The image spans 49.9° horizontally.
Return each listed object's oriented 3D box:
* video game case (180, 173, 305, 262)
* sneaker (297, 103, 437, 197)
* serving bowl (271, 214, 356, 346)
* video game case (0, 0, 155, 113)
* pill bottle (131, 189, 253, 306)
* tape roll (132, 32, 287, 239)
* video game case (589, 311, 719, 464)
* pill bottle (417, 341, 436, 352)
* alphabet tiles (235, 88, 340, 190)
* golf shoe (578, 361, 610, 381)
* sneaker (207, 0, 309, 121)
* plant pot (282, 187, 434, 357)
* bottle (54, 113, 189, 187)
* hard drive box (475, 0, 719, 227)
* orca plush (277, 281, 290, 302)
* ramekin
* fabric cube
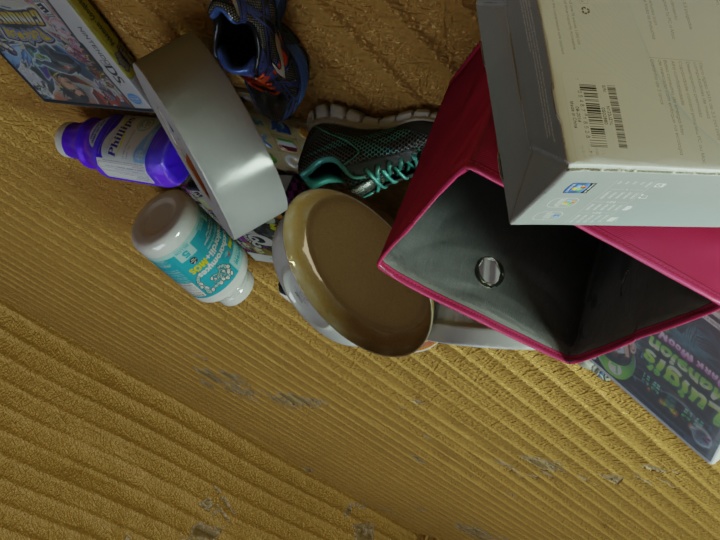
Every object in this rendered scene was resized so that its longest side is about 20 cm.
[{"bbox_3d":[-0.121,-0.067,1.063,0.180,0.036,0.200,8,154,31],"label":"video game case"},{"bbox_3d":[0.022,-0.109,0.780,0.199,0.092,0.078,9,154,31],"label":"sneaker"},{"bbox_3d":[-0.043,0.017,0.939,0.200,0.066,0.201,37,149,27],"label":"serving bowl"},{"bbox_3d":[-0.351,-0.257,0.894,0.198,0.026,0.181,11,154,27],"label":"video game case"},{"bbox_3d":[-0.247,-0.025,1.185,0.110,0.111,0.200,5,152,36],"label":"pill bottle"},{"bbox_3d":[-0.151,-0.133,0.783,0.201,0.066,0.201,56,169,17],"label":"tape roll"},{"bbox_3d":[0.311,0.076,0.797,0.200,0.023,0.183,45,150,38],"label":"video game case"},{"bbox_3d":[0.063,0.021,0.990,0.111,0.113,0.200,18,156,13],"label":"pill bottle"},{"bbox_3d":[-0.112,-0.148,0.928,0.165,0.006,0.200,15,155,20],"label":"alphabet tiles"},{"bbox_3d":[0.287,0.075,0.952,0.097,0.079,0.200,23,156,17],"label":"golf shoe"},{"bbox_3d":[-0.101,-0.202,0.711,0.075,0.079,0.200,17,156,17],"label":"sneaker"},{"bbox_3d":[0.000,0.000,0.800,0.199,0.027,0.201,29,139,29],"label":"plant pot"},{"bbox_3d":[-0.304,-0.158,0.989,0.198,0.084,0.065,12,155,27],"label":"bottle"},{"bbox_3d":[0.182,-0.110,0.458,0.198,0.157,0.077,1,161,-13],"label":"hard drive box"},{"bbox_3d":[-0.025,0.044,1.179,0.199,0.106,0.071,34,123,-17],"label":"orca plush"},{"bbox_3d":[0.158,0.022,0.831,0.198,0.106,0.200,2,-179,0],"label":"ramekin"},{"bbox_3d":[0.154,-0.074,0.597,0.195,0.201,0.200,26,157,-8],"label":"fabric cube"}]
